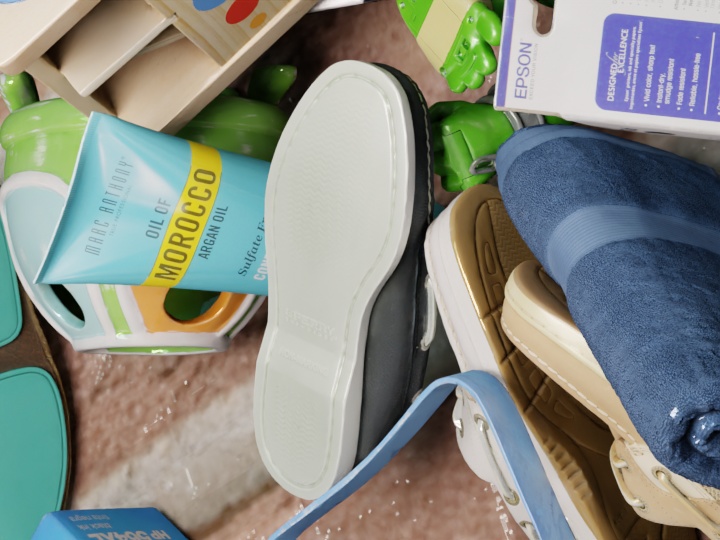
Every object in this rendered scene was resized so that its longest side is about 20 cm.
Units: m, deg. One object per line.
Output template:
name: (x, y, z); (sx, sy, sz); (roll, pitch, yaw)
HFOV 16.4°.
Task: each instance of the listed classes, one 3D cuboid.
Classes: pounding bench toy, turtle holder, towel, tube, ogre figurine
pounding bench toy: (-0.084, -0.171, 1.021); (0.200, 0.156, 0.124); (-42, 68, 3)
turtle holder: (-0.113, -0.027, 1.173); (0.185, 0.141, 0.132); (-4, 84, 34)
towel: (0.126, 0.010, 0.954); (0.049, 0.111, 0.200); (-61, 30, 25)
tube: (-0.046, -0.019, 1.084); (0.050, 0.199, 0.078); (32, 108, 49)
ogre figurine: (0.068, -0.143, 1.055); (0.098, 0.120, 0.201); (-35, 70, 49)

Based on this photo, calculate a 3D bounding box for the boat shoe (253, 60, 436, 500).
boat shoe: (0.000, 0.000, 1.053); (0.076, 0.060, 0.201); (34, 125, 31)

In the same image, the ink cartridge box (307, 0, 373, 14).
ink cartridge box: (-0.085, -0.129, 1.149); (0.199, 0.094, 0.044); (-8, 97, 16)

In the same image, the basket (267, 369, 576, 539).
basket: (0.042, 0.163, 1.005); (0.176, 0.139, 0.200); (-46, 68, 45)

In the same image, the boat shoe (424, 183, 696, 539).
boat shoe: (0.068, 0.061, 1.039); (0.069, 0.071, 0.201); (-12, 109, 44)

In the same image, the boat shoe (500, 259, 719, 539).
boat shoe: (0.129, 0.073, 0.987); (0.200, 0.071, 0.065); (37, 115, -3)

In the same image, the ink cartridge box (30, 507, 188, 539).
ink cartridge box: (-0.093, 0.228, 1.169); (0.200, 0.084, 0.146); (40, 108, 32)

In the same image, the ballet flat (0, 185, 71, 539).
ballet flat: (-0.192, 0.044, 1.261); (0.072, 0.068, 0.201); (-163, 59, -67)

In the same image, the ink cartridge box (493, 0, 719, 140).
ink cartridge box: (0.156, -0.100, 0.993); (0.199, 0.039, 0.100); (7, 90, 5)
